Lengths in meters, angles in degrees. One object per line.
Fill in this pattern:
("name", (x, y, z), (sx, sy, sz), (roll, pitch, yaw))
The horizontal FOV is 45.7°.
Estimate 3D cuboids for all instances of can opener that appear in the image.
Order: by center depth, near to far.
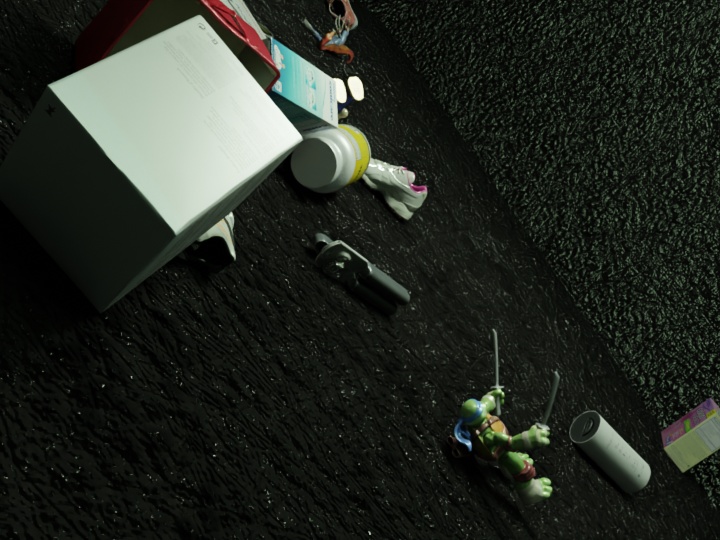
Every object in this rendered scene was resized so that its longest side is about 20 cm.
("can opener", (0.000, 0.000, 1.320), (0.199, 0.053, 0.067), (35, 24, -45))

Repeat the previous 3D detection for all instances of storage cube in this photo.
("storage cube", (-0.229, -0.256, 1.037), (0.170, 0.200, 0.180), (37, 15, -34))

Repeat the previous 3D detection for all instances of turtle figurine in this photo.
("turtle figurine", (0.234, 0.229, 1.249), (0.201, 0.143, 0.195), (-51, 128, -31))

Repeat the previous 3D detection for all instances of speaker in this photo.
("speaker", (0.537, 0.390, 1.835), (0.200, 0.081, 0.082), (43, 19, -23))

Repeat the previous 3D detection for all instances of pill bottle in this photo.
("pill bottle", (-0.054, -0.193, 1.478), (0.112, 0.111, 0.200), (50, 18, 0))

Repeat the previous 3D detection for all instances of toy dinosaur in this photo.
("toy dinosaur", (-0.066, -0.648, 2.420), (0.201, 0.104, 0.183), (55, 34, -29))

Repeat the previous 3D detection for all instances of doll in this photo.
("doll", (-0.074, -0.275, 1.493), (0.135, 0.199, 0.049), (-17, 86, -40))

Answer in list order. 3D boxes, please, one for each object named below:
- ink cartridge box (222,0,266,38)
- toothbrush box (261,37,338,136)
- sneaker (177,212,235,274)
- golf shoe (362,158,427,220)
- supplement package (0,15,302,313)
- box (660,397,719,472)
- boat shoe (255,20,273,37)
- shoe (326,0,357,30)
("ink cartridge box", (-0.264, -0.449, 1.511), (0.199, 0.083, 0.146), (18, 36, -60))
("toothbrush box", (-0.143, -0.272, 1.326), (0.199, 0.145, 0.087), (14, 71, -63))
("sneaker", (-0.201, -0.064, 0.913), (0.199, 0.073, 0.081), (32, 27, -45))
("golf shoe", (0.060, -0.200, 1.813), (0.200, 0.091, 0.076), (41, 21, -24))
("supplement package", (-0.189, -0.099, 0.772), (0.152, 0.150, 0.200), (49, 42, -5))
("box", (1.061, 0.517, 2.696), (0.097, 0.199, 0.176), (52, 18, 5))
("boat shoe", (-0.255, -0.512, 1.690), (0.201, 0.066, 0.072), (43, 19, -25))
("shoe", (-0.079, -0.929, 2.964), (0.202, 0.071, 0.091), (63, 15, 22))
